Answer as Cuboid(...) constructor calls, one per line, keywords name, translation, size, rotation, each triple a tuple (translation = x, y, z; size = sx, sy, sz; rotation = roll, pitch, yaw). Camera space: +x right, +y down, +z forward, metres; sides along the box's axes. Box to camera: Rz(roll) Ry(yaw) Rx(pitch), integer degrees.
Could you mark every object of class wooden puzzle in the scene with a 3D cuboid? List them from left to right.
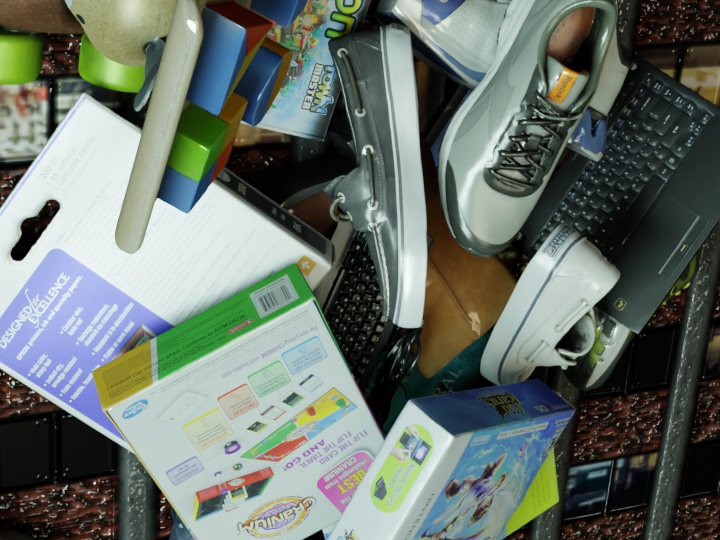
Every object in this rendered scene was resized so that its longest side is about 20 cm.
Cuboid(name="wooden puzzle", translation=(-0.070, -0.125, 0.851), size=(0.046, 0.200, 0.186), rotation=(24, 135, 0))

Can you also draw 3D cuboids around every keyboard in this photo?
Cuboid(name="keyboard", translation=(0.000, 0.057, 1.052), size=(0.104, 0.040, 0.201), rotation=(15, 108, -29))

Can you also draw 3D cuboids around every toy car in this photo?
Cuboid(name="toy car", translation=(-0.147, -0.169, 0.857), size=(0.157, 0.200, 0.165), rotation=(0, 113, -26))

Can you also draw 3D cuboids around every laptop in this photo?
Cuboid(name="laptop", translation=(0.168, -0.083, 1.109), size=(0.178, 0.200, 0.103), rotation=(-56, 160, 9))

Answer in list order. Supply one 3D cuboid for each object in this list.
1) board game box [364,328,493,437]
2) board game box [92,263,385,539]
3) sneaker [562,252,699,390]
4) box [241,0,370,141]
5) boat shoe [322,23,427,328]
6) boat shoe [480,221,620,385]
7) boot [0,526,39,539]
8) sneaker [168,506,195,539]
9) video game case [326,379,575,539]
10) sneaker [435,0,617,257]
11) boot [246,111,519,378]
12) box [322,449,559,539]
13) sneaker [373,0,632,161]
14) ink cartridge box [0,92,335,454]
Cuboid(name="board game box", translation=(0.006, 0.102, 1.166), size=(0.135, 0.028, 0.200), rotation=(32, 97, -34))
Cuboid(name="board game box", translation=(-0.069, 0.109, 1.009), size=(0.152, 0.040, 0.201), rotation=(-27, 131, -3))
Cuboid(name="sneaker", translation=(0.229, 0.011, 1.201), size=(0.084, 0.074, 0.201), rotation=(15, 107, -31))
Cuboid(name="box", translation=(-0.046, -0.194, 0.993), size=(0.110, 0.035, 0.201), rotation=(10, 109, -29))
Cuboid(name="boat shoe", translation=(0.008, -0.061, 0.986), size=(0.066, 0.070, 0.201), rotation=(-4, 96, -1))
Cuboid(name="boat shoe", translation=(0.143, 0.040, 1.102), size=(0.072, 0.066, 0.200), rotation=(-45, 165, -32))
Cuboid(name="boot", translation=(-0.285, 0.141, 1.018), size=(0.199, 0.072, 0.167), rotation=(14, 109, -27))
Cuboid(name="sneaker", translation=(-0.123, 0.132, 1.098), size=(0.084, 0.075, 0.201), rotation=(18, 100, -24))
Cuboid(name="video game case", translation=(0.057, 0.170, 1.070), size=(0.200, 0.045, 0.182), rotation=(-1, 125, -58))
Cuboid(name="sneaker", translation=(0.109, -0.103, 0.981), size=(0.074, 0.079, 0.201), rotation=(17, 100, -21))
Cuboid(name="boot", translation=(0.000, 0.000, 1.085), size=(0.188, 0.068, 0.200), rotation=(-41, 120, -10))
Cuboid(name="box", translation=(0.067, 0.186, 1.201), size=(0.199, 0.048, 0.122), rotation=(-30, 134, -19))
Cuboid(name="sneaker", translation=(0.114, -0.174, 1.049), size=(0.199, 0.081, 0.116), rotation=(30, 91, -19))
Cuboid(name="ink cartridge box", translation=(-0.153, 0.007, 0.992), size=(0.200, 0.043, 0.198), rotation=(35, 107, -18))
